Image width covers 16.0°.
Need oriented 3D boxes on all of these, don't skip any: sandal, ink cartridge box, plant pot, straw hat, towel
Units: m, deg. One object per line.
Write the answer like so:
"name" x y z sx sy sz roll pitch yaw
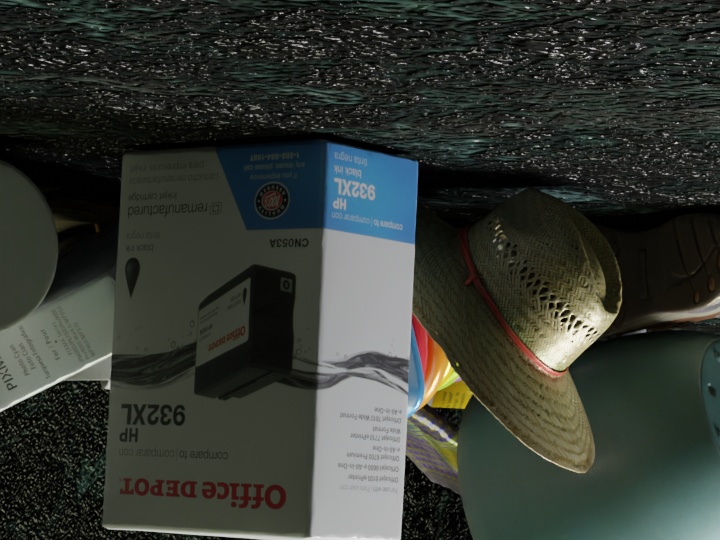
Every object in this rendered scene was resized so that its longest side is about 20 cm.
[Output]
"sandal" -0.175 -0.011 1.631 0.080 0.054 0.200 4 168 -23
"ink cartridge box" -0.053 0.039 1.329 0.144 0.202 0.083 -1 174 37
"ink cartridge box" -0.205 0.039 1.479 0.199 0.048 0.160 -25 -167 11
"plant pot" 0.184 0.130 1.586 0.160 0.202 0.200 -28 158 32
"straw hat" 0.097 0.007 1.417 0.085 0.202 0.201 -41 158 18
"towel" 0.018 0.091 1.642 0.200 0.023 0.143 40 170 -29

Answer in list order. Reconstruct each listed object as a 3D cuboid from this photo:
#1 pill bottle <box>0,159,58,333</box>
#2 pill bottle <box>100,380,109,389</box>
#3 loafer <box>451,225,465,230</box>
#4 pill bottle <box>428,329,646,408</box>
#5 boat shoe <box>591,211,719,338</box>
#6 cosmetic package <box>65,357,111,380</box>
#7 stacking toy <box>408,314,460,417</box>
"pill bottle" -0.249 -0.008 1.405 0.113 0.115 0.200 6 174 -31
"pill bottle" -0.104 0.057 2.033 0.198 0.114 0.113 5 174 -16
"loafer" 0.000 0.000 1.627 0.198 0.064 0.072 4 174 -14
"pill bottle" 0.088 0.038 1.726 0.198 0.113 0.112 3 175 -3
"boat shoe" 0.179 0.006 1.563 0.071 0.076 0.199 4 177 -38
"cosmetic package" -0.130 0.035 1.593 0.082 0.051 0.200 -23 -172 -27
"stacking toy" 0.033 0.033 1.499 0.115 0.111 0.199 -16 177 37
